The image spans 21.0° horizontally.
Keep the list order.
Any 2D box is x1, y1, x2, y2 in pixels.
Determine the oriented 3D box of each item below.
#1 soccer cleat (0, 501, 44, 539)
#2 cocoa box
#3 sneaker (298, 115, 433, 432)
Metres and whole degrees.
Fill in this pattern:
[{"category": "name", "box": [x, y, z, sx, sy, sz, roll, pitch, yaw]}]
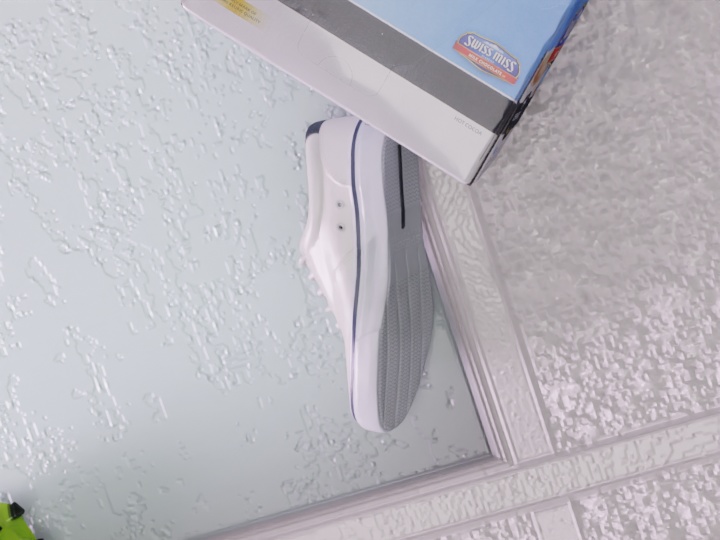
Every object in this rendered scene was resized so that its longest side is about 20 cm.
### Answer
[{"category": "soccer cleat", "box": [-0.218, 0.247, 1.311, 0.081, 0.067, 0.201, -31, 92, 32]}, {"category": "cocoa box", "box": [0.022, -0.163, 1.146, 0.199, 0.133, 0.132, 32, 104, 4]}, {"category": "sneaker", "box": [0.000, 0.000, 1.222, 0.070, 0.073, 0.202, 5, 99, 32]}]
